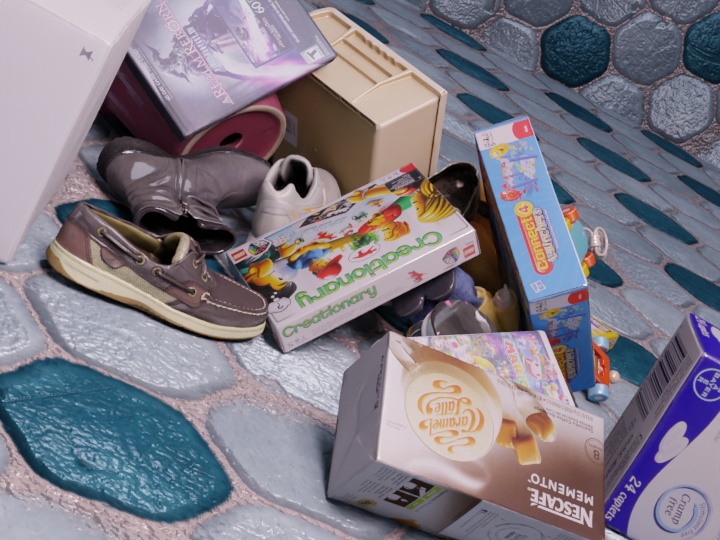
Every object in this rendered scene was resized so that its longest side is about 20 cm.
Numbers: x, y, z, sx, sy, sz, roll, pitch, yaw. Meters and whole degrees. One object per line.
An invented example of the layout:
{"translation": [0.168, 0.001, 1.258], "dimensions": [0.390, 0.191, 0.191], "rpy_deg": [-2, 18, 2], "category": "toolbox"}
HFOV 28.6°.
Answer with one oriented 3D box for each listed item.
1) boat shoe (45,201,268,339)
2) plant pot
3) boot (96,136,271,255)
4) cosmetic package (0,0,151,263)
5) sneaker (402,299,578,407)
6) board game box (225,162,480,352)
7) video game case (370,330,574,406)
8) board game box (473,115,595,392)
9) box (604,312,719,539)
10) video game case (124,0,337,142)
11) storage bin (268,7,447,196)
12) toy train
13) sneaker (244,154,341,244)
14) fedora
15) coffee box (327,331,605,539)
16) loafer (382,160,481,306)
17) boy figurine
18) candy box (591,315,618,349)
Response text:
{"translation": [-0.156, 0.001, 1.163], "dimensions": [0.199, 0.065, 0.073], "rpy_deg": [19, 20, -30], "category": "boat shoe"}
{"translation": [-0.174, -0.191, 1.470], "dimensions": [0.199, 0.200, 0.180], "rpy_deg": [3, 48, -54], "category": "plant pot"}
{"translation": [-0.148, -0.060, 1.354], "dimensions": [0.199, 0.070, 0.132], "rpy_deg": [0, 36, -37], "category": "boot"}
{"translation": [-0.278, -0.146, 1.147], "dimensions": [0.122, 0.200, 0.200], "rpy_deg": [27, 18, -11], "category": "cosmetic package"}
{"translation": [0.116, 0.106, 1.289], "dimensions": [0.200, 0.086, 0.080], "rpy_deg": [46, 52, -15], "category": "sneaker"}
{"translation": [-0.008, -0.015, 1.275], "dimensions": [0.126, 0.199, 0.035], "rpy_deg": [50, -17, 47], "category": "board game box"}
{"translation": [0.109, 0.120, 1.186], "dimensions": [0.199, 0.018, 0.144], "rpy_deg": [0, 61, -41], "category": "video game case"}
{"translation": [0.169, -0.010, 1.362], "dimensions": [0.196, 0.056, 0.201], "rpy_deg": [71, 4, -56], "category": "board game box"}
{"translation": [0.337, 0.174, 1.270], "dimensions": [0.199, 0.185, 0.105], "rpy_deg": [28, 17, -5], "category": "box"}
{"translation": [-0.137, -0.228, 1.392], "dimensions": [0.200, 0.019, 0.143], "rpy_deg": [-33, 86, -32], "category": "video game case"}
{"translation": [-0.016, -0.146, 1.523], "dimensions": [0.093, 0.201, 0.198], "rpy_deg": [-29, 54, -29], "category": "storage bin"}
{"translation": [0.227, 0.035, 1.528], "dimensions": [0.150, 0.055, 0.201], "rpy_deg": [36, 50, -49], "category": "toy train"}
{"translation": [-0.056, -0.078, 1.398], "dimensions": [0.075, 0.093, 0.200], "rpy_deg": [11, 24, 7], "category": "sneaker"}
{"translation": [0.109, -0.008, 1.516], "dimensions": [0.200, 0.082, 0.202], "rpy_deg": [28, 48, -36], "category": "fedora"}
{"translation": [0.084, 0.142, 1.073], "dimensions": [0.199, 0.080, 0.115], "rpy_deg": [24, 51, -19], "category": "coffee box"}
{"translation": [0.056, -0.045, 1.383], "dimensions": [0.075, 0.068, 0.200], "rpy_deg": [29, 50, 13], "category": "loafer"}
{"translation": [0.099, 0.057, 1.349], "dimensions": [0.200, 0.124, 0.065], "rpy_deg": [46, 25, -45], "category": "boy figurine"}
{"translation": [0.210, 0.033, 1.693], "dimensions": [0.200, 0.027, 0.102], "rpy_deg": [38, 23, 23], "category": "candy box"}
